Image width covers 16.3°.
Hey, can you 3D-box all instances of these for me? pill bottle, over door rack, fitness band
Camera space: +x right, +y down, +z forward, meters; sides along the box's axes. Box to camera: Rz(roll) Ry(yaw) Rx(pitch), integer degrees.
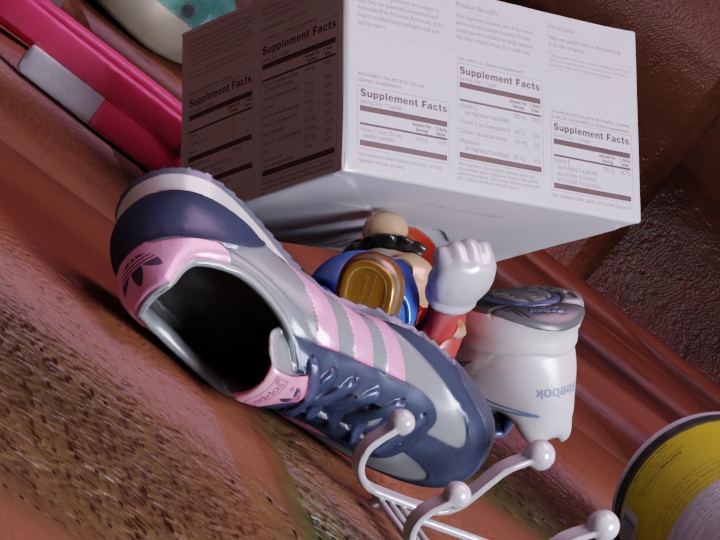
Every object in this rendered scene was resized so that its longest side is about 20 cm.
[{"bbox_3d":[0.215,0.161,1.310,0.112,0.112,0.200,36,7,-26],"label":"pill bottle"},{"bbox_3d":[0.100,0.137,1.020,0.200,0.067,0.148,36,8,-27],"label":"over door rack"},{"bbox_3d":[-0.152,-0.112,1.489,0.200,0.037,0.144,39,6,-14],"label":"fitness band"}]

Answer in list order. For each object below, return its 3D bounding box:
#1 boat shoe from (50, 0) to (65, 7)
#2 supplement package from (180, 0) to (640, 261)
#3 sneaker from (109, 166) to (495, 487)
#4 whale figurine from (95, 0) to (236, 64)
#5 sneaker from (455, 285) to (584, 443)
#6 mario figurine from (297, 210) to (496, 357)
[{"bbox_3d":[-0.269,-0.254,1.702,0.200,0.064,0.071,36,7,-22],"label":"boat shoe"},{"bbox_3d":[0.026,-0.077,1.349,0.199,0.111,0.156,9,-15,-36],"label":"supplement package"},{"bbox_3d":[-0.025,0.043,1.045,0.200,0.070,0.082,35,25,-19],"label":"sneaker"},{"bbox_3d":[-0.142,-0.227,2.066,0.200,0.104,0.159,32,8,-47],"label":"whale figurine"},{"bbox_3d":[0.052,0.047,1.394,0.074,0.087,0.200,-9,12,-27],"label":"sneaker"},{"bbox_3d":[0.000,0.000,1.256,0.123,0.106,0.200,38,7,11],"label":"mario figurine"}]
